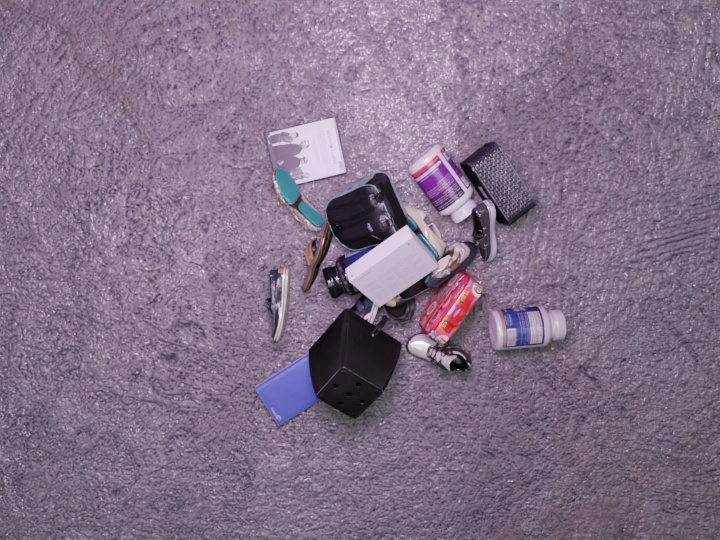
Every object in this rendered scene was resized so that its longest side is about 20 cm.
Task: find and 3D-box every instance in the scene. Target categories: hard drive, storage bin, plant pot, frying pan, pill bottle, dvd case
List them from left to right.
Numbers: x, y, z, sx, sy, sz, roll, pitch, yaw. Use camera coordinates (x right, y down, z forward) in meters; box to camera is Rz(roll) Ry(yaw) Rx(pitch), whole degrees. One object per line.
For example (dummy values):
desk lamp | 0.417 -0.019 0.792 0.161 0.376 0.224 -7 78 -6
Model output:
hard drive | -0.186 0.338 1.743 0.197 0.025 0.134 -32 99 3
dvd case | -0.147 -0.317 1.640 0.195 0.025 0.154 -13 99 -1
plant pot | -0.021 0.265 1.616 0.197 0.179 0.201 32 120 -16
pill bottle | 0.000 0.000 1.653 0.196 0.112 0.114 -22 100 1
frying pan | 0.094 0.121 1.672 0.113 0.031 0.194 29 61 -20
pill bottle | 0.224 -0.230 1.625 0.112 0.113 0.201 -38 99 4
storage bin | 0.364 -0.231 1.618 0.093 0.135 0.202 -37 99 4
pill bottle | 0.466 0.160 1.698 0.194 0.111 0.114 -5 100 -2

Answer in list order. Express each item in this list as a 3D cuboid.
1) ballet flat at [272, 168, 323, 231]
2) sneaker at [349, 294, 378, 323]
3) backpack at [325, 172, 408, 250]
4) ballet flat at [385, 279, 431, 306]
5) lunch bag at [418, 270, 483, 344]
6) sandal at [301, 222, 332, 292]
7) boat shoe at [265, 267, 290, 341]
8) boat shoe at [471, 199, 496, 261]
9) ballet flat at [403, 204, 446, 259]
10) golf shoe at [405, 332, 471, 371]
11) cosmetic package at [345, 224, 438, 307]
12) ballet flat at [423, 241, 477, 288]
ballet flat | -0.179 -0.181 1.631 0.201 0.063 0.076 52 51 -16
sneaker | -0.004 0.128 1.690 0.078 0.079 0.204 18 100 -11
backpack | 0.015 -0.152 1.599 0.197 0.154 0.178 -18 110 32
ballet flat | 0.148 0.040 1.668 0.197 0.057 0.068 -26 91 -17
lunch bag | 0.247 0.101 1.647 0.081 0.176 0.202 34 95 -10
sandal | -0.129 -0.040 1.667 0.054 0.082 0.204 24 105 7
boat shoe | -0.232 0.093 1.680 0.060 0.075 0.206 5 94 2
boat shoe | 0.328 -0.101 1.638 0.056 0.069 0.203 -23 133 -13
ballet flat | 0.168 -0.121 1.672 0.069 0.070 0.201 -38 101 4
golf shoe | 0.224 0.233 1.710 0.195 0.095 0.080 15 100 -3
cosmetic package | 0.082 -0.007 1.555 0.198 0.052 0.150 -34 139 14
ballet flat | 0.249 -0.027 1.644 0.199 0.073 0.074 -37 100 -21
